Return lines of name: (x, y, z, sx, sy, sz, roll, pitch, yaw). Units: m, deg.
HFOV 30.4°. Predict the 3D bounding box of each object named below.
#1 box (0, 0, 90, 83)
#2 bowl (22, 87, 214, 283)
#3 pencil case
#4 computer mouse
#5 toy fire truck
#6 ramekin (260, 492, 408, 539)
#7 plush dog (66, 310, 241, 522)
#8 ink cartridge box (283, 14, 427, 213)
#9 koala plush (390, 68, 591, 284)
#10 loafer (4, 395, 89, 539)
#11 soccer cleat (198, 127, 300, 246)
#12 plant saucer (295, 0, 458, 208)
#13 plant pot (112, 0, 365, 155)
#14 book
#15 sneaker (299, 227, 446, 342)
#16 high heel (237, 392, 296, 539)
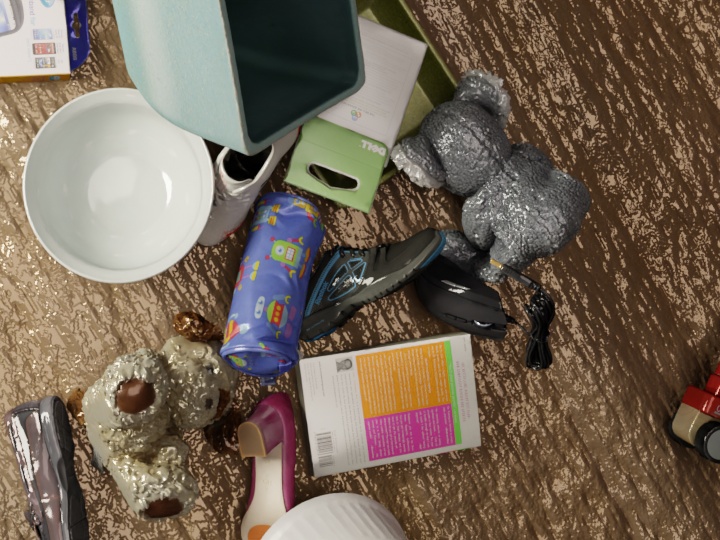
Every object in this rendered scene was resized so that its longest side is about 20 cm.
box: (-0.390, -0.261, 1.409, 0.198, 0.041, 0.120, -6, 88, -13)
bowl: (-0.251, -0.085, 1.401, 0.199, 0.090, 0.203, 0, 85, -4)
pencil case: (-0.091, 0.017, 1.414, 0.086, 0.078, 0.202, 13, 65, -6)
computer mouse: (0.125, 0.029, 1.443, 0.199, 0.141, 0.046, 35, 61, 24)
toy fire truck: (0.481, 0.143, 1.587, 0.175, 0.129, 0.201, 23, 92, -12)
ramekin: (-0.018, 0.350, 1.411, 0.199, 0.098, 0.202, -8, 109, -24)
plush dog: (-0.205, 0.137, 1.405, 0.171, 0.160, 0.202, -27, 122, -28)
ink cartridge box: (-0.010, -0.170, 1.443, 0.103, 0.059, 0.202, 20, 83, -12)
koala plush: (0.139, -0.107, 1.454, 0.177, 0.184, 0.200, -42, 105, -14)
loafer: (-0.329, 0.236, 1.393, 0.062, 0.072, 0.202, -11, 84, 5)
soccer cleat: (-0.135, -0.097, 1.403, 0.069, 0.085, 0.200, 42, 121, 1)
plant saucer: (-0.003, -0.203, 1.502, 0.199, 0.048, 0.201, -35, 96, -13)
plant pot: (-0.139, -0.253, 1.331, 0.196, 0.199, 0.197, -37, 128, -42)
book: (0.032, 0.150, 1.496, 0.198, 0.048, 0.135, -8, 91, -14)
sneaker: (0.000, 0.000, 1.452, 0.199, 0.073, 0.082, -31, 84, 13)
high heel: (-0.091, 0.238, 1.464, 0.067, 0.096, 0.202, -5, 105, 26)
